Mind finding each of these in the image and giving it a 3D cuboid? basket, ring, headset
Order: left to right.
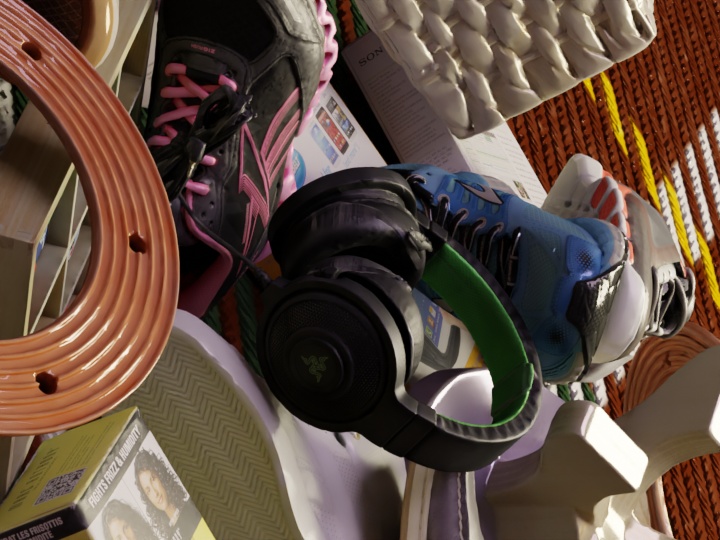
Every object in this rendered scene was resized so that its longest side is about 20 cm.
[{"bbox_3d":[-0.148,-0.030,0.922,0.200,0.019,0.202,26,45,-28],"label":"ring"},{"bbox_3d":[0.000,0.000,1.118,0.199,0.094,0.124,30,36,-20],"label":"headset"},{"bbox_3d":[0.053,-0.183,1.356,0.200,0.135,0.124,52,19,-35],"label":"basket"},{"bbox_3d":[0.186,0.125,1.404,0.019,0.201,0.202,-12,70,-17],"label":"ring"}]

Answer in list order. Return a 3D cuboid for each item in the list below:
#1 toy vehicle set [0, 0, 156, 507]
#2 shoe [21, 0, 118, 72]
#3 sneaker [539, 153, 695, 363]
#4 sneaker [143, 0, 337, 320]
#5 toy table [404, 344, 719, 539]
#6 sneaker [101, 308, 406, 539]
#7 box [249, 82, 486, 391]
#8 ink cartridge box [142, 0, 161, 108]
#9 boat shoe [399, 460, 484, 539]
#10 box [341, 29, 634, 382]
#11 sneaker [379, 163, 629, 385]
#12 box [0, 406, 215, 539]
[{"bbox_3d":[-0.121,-0.019,1.070,0.026,0.125,0.201,13,36,2],"label":"toy vehicle set"},{"bbox_3d":[-0.135,-0.160,1.047,0.053,0.070,0.201,-3,58,-47],"label":"shoe"},{"bbox_3d":[0.133,0.000,1.313,0.082,0.077,0.200,29,18,-10],"label":"sneaker"},{"bbox_3d":[-0.065,-0.055,1.155,0.201,0.079,0.096,95,22,-45],"label":"sneaker"},{"bbox_3d":[0.113,0.120,1.291,0.200,0.117,0.185,31,66,-43],"label":"toy table"},{"bbox_3d":[-0.041,0.077,1.170,0.201,0.073,0.116,60,24,-25],"label":"sneaker"},{"bbox_3d":[-0.006,-0.009,1.337,0.201,0.041,0.119,56,27,-16],"label":"box"},{"bbox_3d":[-0.140,-0.163,1.196,0.200,0.084,0.146,8,58,-58],"label":"ink cartridge box"},{"bbox_3d":[0.051,0.164,1.173,0.072,0.064,0.202,-10,99,-80],"label":"boat shoe"},{"bbox_3d":[0.070,-0.034,1.452,0.201,0.036,0.144,63,16,12],"label":"box"},{"bbox_3d":[0.049,-0.004,1.246,0.089,0.079,0.200,16,5,-28],"label":"sneaker"},{"bbox_3d":[-0.068,0.157,1.040,0.201,0.050,0.075,62,26,-17],"label":"box"}]
